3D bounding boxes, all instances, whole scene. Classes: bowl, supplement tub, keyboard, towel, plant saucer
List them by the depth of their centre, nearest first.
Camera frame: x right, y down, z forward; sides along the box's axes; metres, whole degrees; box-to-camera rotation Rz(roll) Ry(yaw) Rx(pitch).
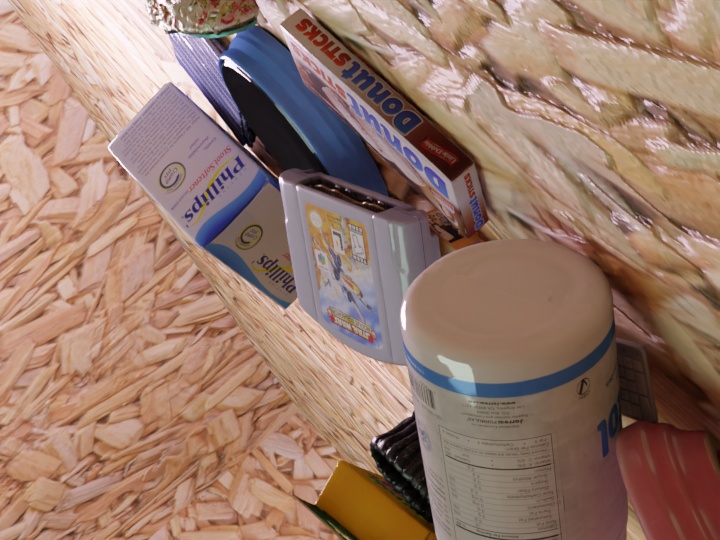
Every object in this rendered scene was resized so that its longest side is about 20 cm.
[{"bbox_3d":[0.222,0.173,0.827,0.201,0.051,0.201,53,-164,-22],"label":"plant saucer"},{"bbox_3d":[0.100,0.094,0.882,0.132,0.131,0.201,39,147,51],"label":"supplement tub"},{"bbox_3d":[0.127,0.056,0.953,0.200,0.011,0.057,18,123,54],"label":"keyboard"},{"bbox_3d":[-0.054,-0.122,1.221,0.201,0.039,0.201,50,171,11],"label":"bowl"},{"bbox_3d":[-0.153,-0.213,1.421,0.145,0.024,0.200,52,170,10],"label":"towel"}]

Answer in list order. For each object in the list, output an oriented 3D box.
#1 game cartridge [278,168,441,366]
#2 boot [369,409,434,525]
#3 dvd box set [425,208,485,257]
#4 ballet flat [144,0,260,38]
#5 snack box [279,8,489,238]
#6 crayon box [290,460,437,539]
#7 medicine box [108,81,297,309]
[{"bbox_3d":[0.000,0.000,1.109,0.200,0.041,0.134,24,124,55],"label":"game cartridge"},{"bbox_3d":[0.066,0.108,1.165,0.211,0.158,0.080,39,166,49],"label":"boot"},{"bbox_3d":[0.105,0.063,1.038,0.200,0.029,0.147,44,143,38],"label":"dvd box set"},{"bbox_3d":[-0.142,-0.228,1.145,0.200,0.075,0.064,25,137,62],"label":"ballet flat"},{"bbox_3d":[0.016,-0.107,0.988,0.200,0.024,0.072,46,168,32],"label":"snack box"},{"bbox_3d":[0.048,0.228,1.197,0.127,0.051,0.200,33,-178,44],"label":"crayon box"},{"bbox_3d":[-0.144,-0.079,1.513,0.200,0.103,0.182,43,-178,34],"label":"medicine box"}]
